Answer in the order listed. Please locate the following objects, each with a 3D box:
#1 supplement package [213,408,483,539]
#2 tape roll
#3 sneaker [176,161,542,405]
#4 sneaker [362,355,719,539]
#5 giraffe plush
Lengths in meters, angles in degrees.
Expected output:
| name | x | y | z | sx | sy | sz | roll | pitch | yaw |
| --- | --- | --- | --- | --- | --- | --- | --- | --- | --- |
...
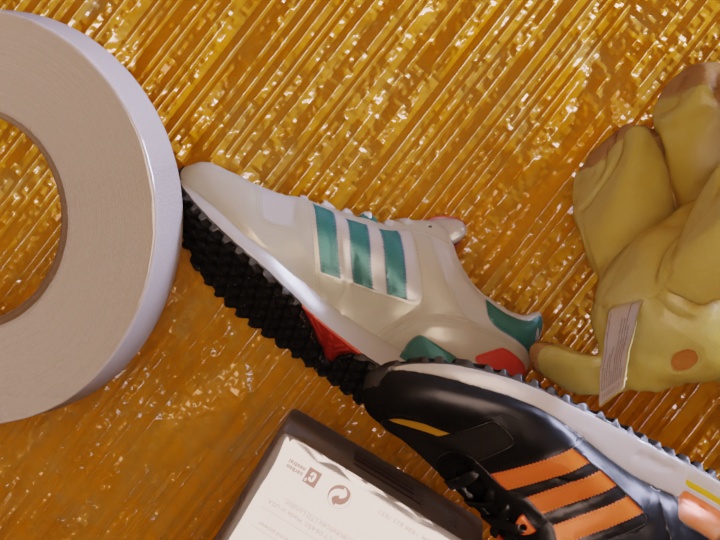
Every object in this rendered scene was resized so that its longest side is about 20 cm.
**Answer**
| name | x | y | z | sx | sy | sz | roll | pitch | yaw |
| --- | --- | --- | --- | --- | --- | --- | --- | --- | --- |
| supplement package | -0.036 | 0.186 | 1.204 | 0.117 | 0.117 | 0.201 | 31 | 93 | -1 |
| tape roll | -0.184 | -0.026 | 1.218 | 0.201 | 0.037 | 0.205 | 1 | 93 | 17 |
| sneaker | 0.000 | 0.000 | 1.231 | 0.199 | 0.070 | 0.093 | 37 | 67 | 9 |
| sneaker | 0.085 | 0.110 | 1.140 | 0.199 | 0.070 | 0.091 | 25 | 73 | -14 |
| giraffe plush | 0.195 | 0.016 | 1.179 | 0.162 | 0.172 | 0.201 | 33 | 63 | -22 |
